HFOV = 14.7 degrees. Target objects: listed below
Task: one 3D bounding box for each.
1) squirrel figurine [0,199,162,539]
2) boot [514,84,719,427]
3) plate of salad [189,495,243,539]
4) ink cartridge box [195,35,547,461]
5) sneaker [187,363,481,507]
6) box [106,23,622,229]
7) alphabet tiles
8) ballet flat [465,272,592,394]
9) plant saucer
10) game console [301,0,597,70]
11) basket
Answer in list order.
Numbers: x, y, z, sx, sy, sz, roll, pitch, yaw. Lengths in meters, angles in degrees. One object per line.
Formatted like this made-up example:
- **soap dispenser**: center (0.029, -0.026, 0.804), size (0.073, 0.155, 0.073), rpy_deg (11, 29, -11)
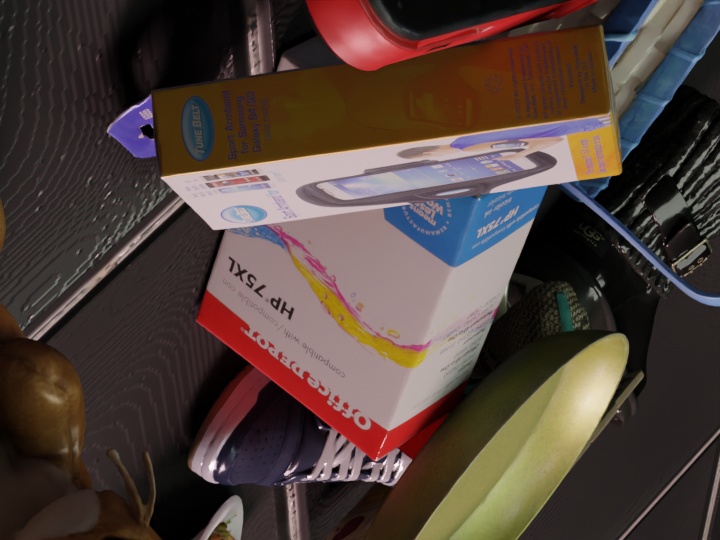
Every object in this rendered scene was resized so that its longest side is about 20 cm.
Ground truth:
- **squirrel figurine**: center (-0.136, 0.107, 1.040), size (0.141, 0.186, 0.201), rpy_deg (-36, 154, -38)
- **boot**: center (0.174, -0.004, 1.683), size (0.158, 0.079, 0.211), rpy_deg (-47, 158, -15)
- **plate of salad**: center (-0.091, 0.214, 1.446), size (0.200, 0.048, 0.201), rpy_deg (21, 90, -83)
- **ink cartridge box**: center (0.000, 0.000, 1.262), size (0.067, 0.116, 0.201), rpy_deg (-31, 150, -45)
- **sneaker**: center (0.003, 0.090, 1.423), size (0.200, 0.108, 0.070), rpy_deg (-15, 138, -59)
- **box**: center (0.003, -0.053, 1.110), size (0.199, 0.042, 0.119), rpy_deg (-10, 170, 6)
- **alphabet tiles**: center (0.064, 0.109, 1.552), size (0.199, 0.006, 0.166), rpy_deg (-23, -164, 45)
- **ballet flat**: center (0.078, 0.039, 1.536), size (0.067, 0.076, 0.200), rpy_deg (-4, 171, -19)
- **plant saucer**: center (0.057, 0.103, 1.356), size (0.200, 0.031, 0.200), rpy_deg (-47, 162, -20)
- **game console**: center (0.025, -0.171, 1.023), size (0.031, 0.178, 0.200), rpy_deg (-14, -176, 34)
- **basket**: center (0.144, -0.106, 1.276), size (0.177, 0.200, 0.139), rpy_deg (-50, 159, -4)
